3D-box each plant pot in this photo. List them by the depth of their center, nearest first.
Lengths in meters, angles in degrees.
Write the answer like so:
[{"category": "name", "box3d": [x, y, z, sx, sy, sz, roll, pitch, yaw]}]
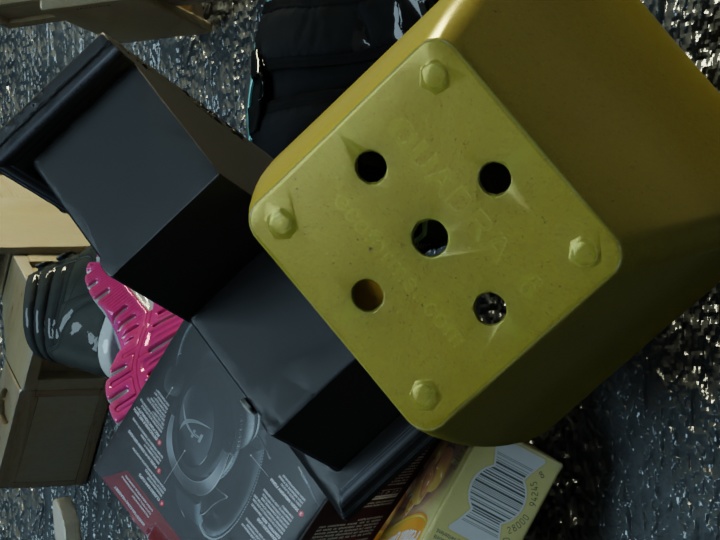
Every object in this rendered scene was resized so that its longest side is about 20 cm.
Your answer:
[{"category": "plant pot", "box3d": [0.061, -0.031, 1.244, 0.200, 0.176, 0.200, -42, 84, 24]}]

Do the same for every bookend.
[{"category": "bookend", "box3d": [-0.066, 0.007, 1.327, 0.092, 0.199, 0.200, -42, 62, 7]}]

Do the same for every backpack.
[{"category": "backpack", "box3d": [0.028, -0.095, 1.463, 0.199, 0.153, 0.177, 0, 90, 49]}]

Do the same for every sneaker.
[{"category": "sneaker", "box3d": [-0.117, 0.063, 1.694, 0.088, 0.081, 0.201, 56, -167, -43]}, {"category": "sneaker", "box3d": [-0.175, -0.015, 1.827, 0.099, 0.071, 0.201, 4, 57, 29]}]

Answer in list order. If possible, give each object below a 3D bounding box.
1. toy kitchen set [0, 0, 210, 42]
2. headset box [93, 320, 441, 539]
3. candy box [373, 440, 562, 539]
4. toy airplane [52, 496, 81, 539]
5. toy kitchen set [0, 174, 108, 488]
[{"category": "toy kitchen set", "box3d": [-0.157, -0.262, 1.805, 0.163, 0.199, 0.181, 17, -113, -76]}, {"category": "headset box", "box3d": [-0.054, 0.103, 1.485, 0.149, 0.077, 0.200, 47, 119, 30]}, {"category": "candy box", "box3d": [0.033, 0.176, 1.447, 0.201, 0.055, 0.115, -61, 9, -1]}, {"category": "toy airplane", "box3d": [-0.200, 0.290, 1.823, 0.200, 0.140, 0.201, 85, -179, -52]}, {"category": "toy kitchen set", "box3d": [-0.304, 0.041, 2.061, 0.200, 0.162, 0.181, 56, 137, 46]}]
